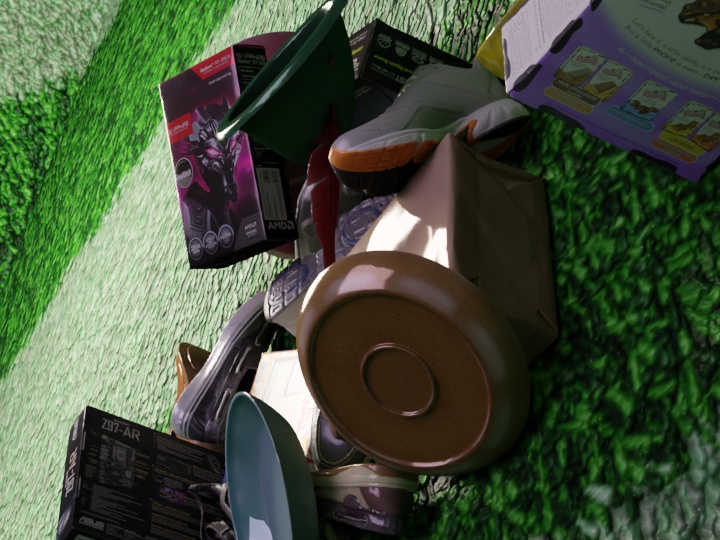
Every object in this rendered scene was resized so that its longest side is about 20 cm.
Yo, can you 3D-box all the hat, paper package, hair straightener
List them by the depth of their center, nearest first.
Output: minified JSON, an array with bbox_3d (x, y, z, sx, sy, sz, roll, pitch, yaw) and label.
[{"bbox_3d":[0.063,0.025,1.315,0.200,0.103,0.192,-49,29,40],"label":"paper package"},{"bbox_3d":[-0.015,-0.116,1.389,0.200,0.176,0.166,-46,13,11],"label":"hat"},{"bbox_3d":[-0.116,0.258,1.514,0.199,0.041,0.078,27,85,48],"label":"hair straightener"}]

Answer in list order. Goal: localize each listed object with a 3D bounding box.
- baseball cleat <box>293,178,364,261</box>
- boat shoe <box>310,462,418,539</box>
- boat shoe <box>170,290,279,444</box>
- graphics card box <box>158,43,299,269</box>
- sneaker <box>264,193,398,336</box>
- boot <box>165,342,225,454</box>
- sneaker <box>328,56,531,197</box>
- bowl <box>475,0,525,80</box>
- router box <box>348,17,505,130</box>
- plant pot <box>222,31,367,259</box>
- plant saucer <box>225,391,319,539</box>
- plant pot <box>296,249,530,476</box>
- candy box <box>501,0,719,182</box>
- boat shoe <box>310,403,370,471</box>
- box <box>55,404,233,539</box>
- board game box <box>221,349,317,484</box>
[{"bbox_3d":[-0.044,-0.030,1.603,0.107,0.069,0.203,-124,42,-66],"label":"baseball cleat"},{"bbox_3d":[-0.015,0.208,1.360,0.200,0.072,0.066,145,136,-63],"label":"boat shoe"},{"bbox_3d":[-0.128,0.112,1.723,0.201,0.070,0.072,-59,-21,-30],"label":"boat shoe"},{"bbox_3d":[-0.134,-0.112,1.586,0.125,0.051,0.203,-18,80,43],"label":"graphics card box"},{"bbox_3d":[0.000,0.000,1.528,0.199,0.087,0.075,-36,32,22],"label":"sneaker"},{"bbox_3d":[-0.203,0.184,1.825,0.156,0.073,0.200,-63,21,18],"label":"boot"},{"bbox_3d":[0.047,-0.129,1.359,0.093,0.198,0.076,59,144,21],"label":"sneaker"},{"bbox_3d":[0.190,-0.194,1.181,0.200,0.108,0.200,-45,-2,-2],"label":"bowl"},{"bbox_3d":[0.026,-0.156,1.503,0.200,0.148,0.063,-21,51,61],"label":"router box"},{"bbox_3d":[-0.076,-0.120,1.682,0.200,0.198,0.180,-52,42,34],"label":"plant pot"},{"bbox_3d":[-0.075,0.204,1.388,0.200,0.036,0.203,172,90,-71],"label":"plant saucer"},{"bbox_3d":[0.033,0.080,1.217,0.200,0.200,0.027,-48,-1,40],"label":"plant pot"},{"bbox_3d":[0.218,-0.171,1.048,0.200,0.166,0.072,-47,31,40],"label":"candy box"},{"bbox_3d":[-0.008,0.090,1.435,0.072,0.062,0.202,7,65,22],"label":"boat shoe"},{"bbox_3d":[-0.204,0.238,1.604,0.044,0.198,0.161,-51,28,34],"label":"box"},{"bbox_3d":[-0.065,0.155,1.563,0.199,0.046,0.153,-11,59,64],"label":"board game box"}]
